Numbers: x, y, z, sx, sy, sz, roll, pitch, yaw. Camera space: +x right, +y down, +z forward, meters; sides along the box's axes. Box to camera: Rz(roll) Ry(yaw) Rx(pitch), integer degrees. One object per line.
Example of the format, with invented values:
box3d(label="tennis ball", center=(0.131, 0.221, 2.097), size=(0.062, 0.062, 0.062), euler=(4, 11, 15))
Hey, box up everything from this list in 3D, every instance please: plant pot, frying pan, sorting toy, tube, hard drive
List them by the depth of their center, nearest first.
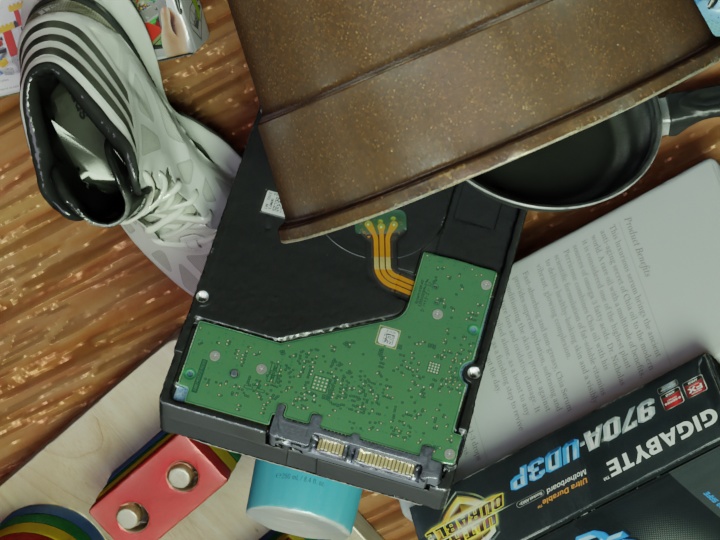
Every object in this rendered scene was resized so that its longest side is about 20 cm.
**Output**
box3d(label="plant pot", center=(0.022, -0.141, 0.928), size=(0.199, 0.200, 0.199), euler=(-21, 96, 16))
box3d(label="hard drive", center=(0.000, 0.000, 1.071), size=(0.139, 0.201, 0.038), euler=(14, 152, 4))
box3d(label="frying pan", center=(0.116, -0.084, 1.086), size=(0.189, 0.115, 0.031), euler=(-22, 150, -21))
box3d(label="tube", center=(-0.009, 0.027, 1.103), size=(0.077, 0.050, 0.201), euler=(11, 71, 2))
box3d(label="sorting toy", center=(-0.101, 0.171, 1.197), size=(0.199, 0.070, 0.200), euler=(-40, 98, 19))

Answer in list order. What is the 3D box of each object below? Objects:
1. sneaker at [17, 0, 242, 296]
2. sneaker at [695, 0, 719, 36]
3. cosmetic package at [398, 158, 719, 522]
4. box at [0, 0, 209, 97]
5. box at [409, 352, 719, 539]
box3d(label="sneaker", center=(-0.106, -0.032, 1.085), size=(0.075, 0.116, 0.201), euler=(-21, 123, 19))
box3d(label="sneaker", center=(0.120, -0.133, 1.047), size=(0.198, 0.090, 0.079), euler=(4, 109, 8))
box3d(label="cosmetic package", center=(0.107, 0.045, 1.094), size=(0.199, 0.102, 0.071), euler=(-28, 143, 18))
box3d(label="box", center=(-0.184, -0.140, 1.125), size=(0.198, 0.035, 0.111), euler=(-11, 106, 13))
box3d(label="box", center=(0.138, 0.126, 1.091), size=(0.158, 0.046, 0.200), euler=(-29, 145, 16))
